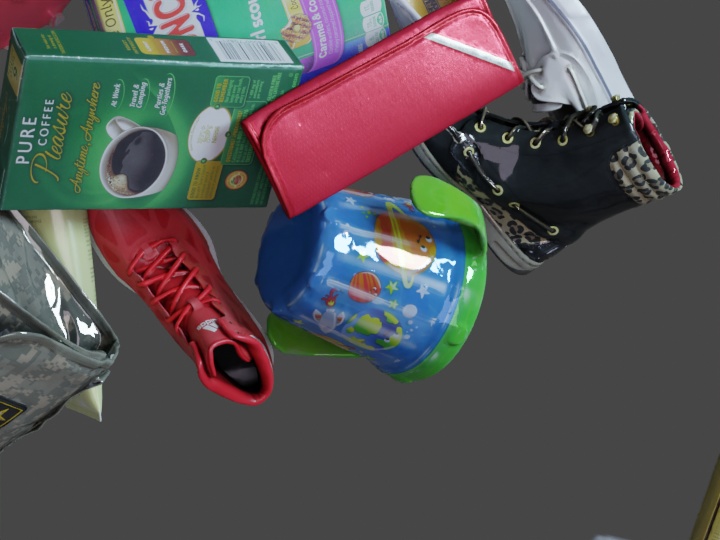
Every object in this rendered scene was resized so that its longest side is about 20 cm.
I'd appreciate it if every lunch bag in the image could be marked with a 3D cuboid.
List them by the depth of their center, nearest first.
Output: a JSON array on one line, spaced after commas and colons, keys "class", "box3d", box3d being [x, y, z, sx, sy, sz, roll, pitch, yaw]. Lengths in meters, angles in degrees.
[{"class": "lunch bag", "box3d": [-0.284, 0.040, 1.136, 0.164, 0.118, 0.200, -36, 107, 22]}]

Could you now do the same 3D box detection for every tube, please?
[{"class": "tube", "box3d": [-0.213, 0.006, 1.193, 0.052, 0.058, 0.201, -5, 99, 13]}]

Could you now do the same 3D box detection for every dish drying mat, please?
[{"class": "dish drying mat", "box3d": [0.018, -0.117, 1.153, 0.199, 0.018, 0.077, -31, 105, -16]}]

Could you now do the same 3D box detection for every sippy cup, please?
[{"class": "sippy cup", "box3d": [0.000, 0.000, 1.200, 0.130, 0.140, 0.179, 17, 104, -30]}]

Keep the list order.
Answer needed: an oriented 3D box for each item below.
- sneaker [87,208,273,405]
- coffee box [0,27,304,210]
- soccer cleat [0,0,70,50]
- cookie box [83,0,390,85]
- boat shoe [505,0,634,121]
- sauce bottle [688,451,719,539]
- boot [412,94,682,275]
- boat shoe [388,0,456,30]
[{"class": "sneaker", "box3d": [-0.122, 0.013, 1.195, 0.078, 0.116, 0.200, -43, 104, -5]}, {"class": "coffee box", "box3d": [-0.146, -0.101, 1.130, 0.199, 0.044, 0.123, -3, 129, -27]}, {"class": "soccer cleat", "box3d": [-0.218, -0.237, 1.173, 0.200, 0.067, 0.077, -45, 66, 4]}, {"class": "cookie box", "box3d": [-0.090, -0.199, 1.160, 0.199, 0.075, 0.172, -21, 134, -10]}, {"class": "boat shoe", "box3d": [0.153, -0.145, 1.270, 0.066, 0.072, 0.200, -38, 113, -11]}, {"class": "sauce bottle", "box3d": [0.322, 0.161, 1.353, 0.066, 0.066, 0.201, 19, 94, -16]}, {"class": "boot", "box3d": [0.127, -0.104, 1.226, 0.153, 0.074, 0.204, -25, 114, 31]}, {"class": "boat shoe", "box3d": [0.028, -0.242, 1.221, 0.071, 0.070, 0.201, -30, 103, -9]}]
